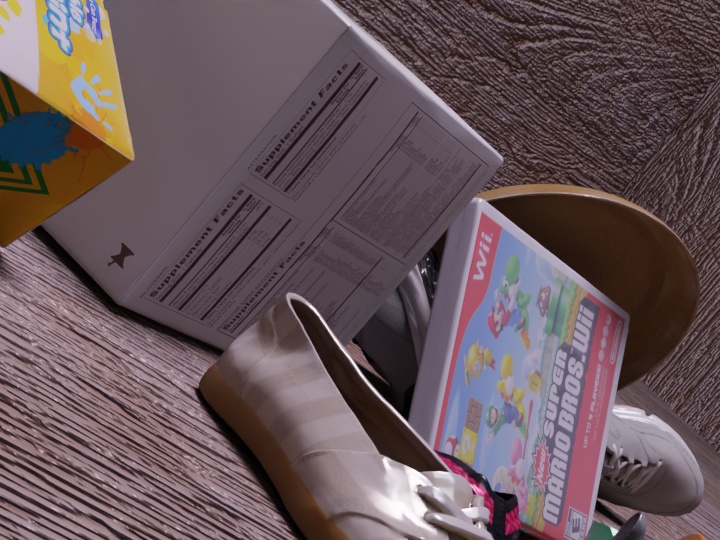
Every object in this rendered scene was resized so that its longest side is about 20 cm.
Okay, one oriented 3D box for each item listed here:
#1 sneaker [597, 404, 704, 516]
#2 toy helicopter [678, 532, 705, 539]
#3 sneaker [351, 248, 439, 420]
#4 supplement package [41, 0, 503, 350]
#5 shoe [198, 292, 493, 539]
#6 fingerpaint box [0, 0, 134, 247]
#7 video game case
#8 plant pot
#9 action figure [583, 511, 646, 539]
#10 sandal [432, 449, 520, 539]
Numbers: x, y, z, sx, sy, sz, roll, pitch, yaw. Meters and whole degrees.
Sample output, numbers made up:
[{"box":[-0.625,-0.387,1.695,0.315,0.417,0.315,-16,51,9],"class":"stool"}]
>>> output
[{"box":[0.164,0.129,1.466,0.200,0.076,0.092,31,16,-20],"class":"sneaker"},{"box":[0.171,0.195,0.910,0.132,0.079,0.200,47,18,-1],"class":"toy helicopter"},{"box":[0.000,0.000,1.113,0.074,0.079,0.200,-89,161,-62],"class":"sneaker"},{"box":[-0.062,-0.065,0.956,0.152,0.151,0.200,43,6,25],"class":"supplement package"},{"box":[0.005,0.077,0.780,0.070,0.053,0.200,35,8,-47],"class":"shoe"},{"box":[-0.175,-0.132,0.778,0.167,0.073,0.200,34,32,-46],"class":"fingerpaint box"},{"box":[0.086,0.061,1.104,0.017,0.143,0.200,4,-16,32],"class":"video game case"},{"box":[0.095,0.015,1.209,0.200,0.200,0.028,37,35,-37],"class":"plant pot"},{"box":[0.174,0.179,0.834,0.200,0.055,0.118,38,25,-7],"class":"action figure"},{"box":[0.034,0.095,0.887,0.075,0.045,0.200,38,6,-24],"class":"sandal"}]
